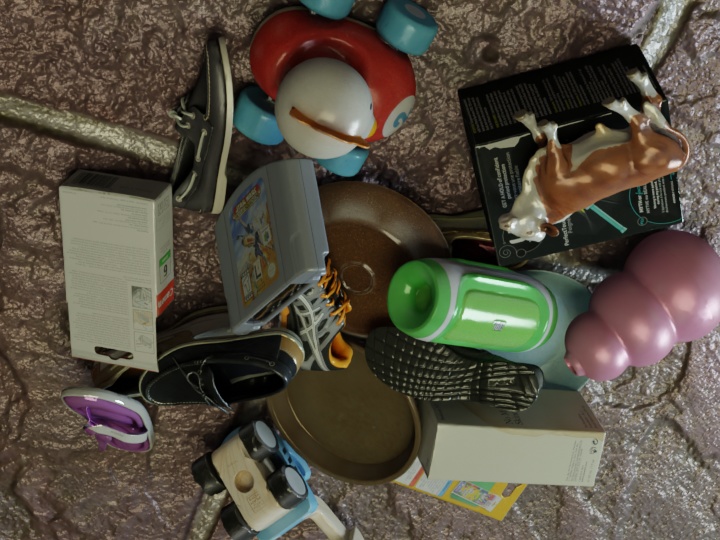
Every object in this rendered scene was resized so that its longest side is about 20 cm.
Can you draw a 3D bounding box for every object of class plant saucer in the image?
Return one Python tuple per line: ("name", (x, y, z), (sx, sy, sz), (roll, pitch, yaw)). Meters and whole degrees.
("plant saucer", (0.182, 0.075, 1.817), (0.198, 0.039, 0.203), (-3, 123, -4))
("plant saucer", (0.000, 0.000, 1.705), (0.198, 0.037, 0.202), (10, 126, 14))
("plant saucer", (-0.017, 0.154, 1.798), (0.198, 0.029, 0.202), (15, 125, 22))

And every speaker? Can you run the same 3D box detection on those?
("speaker", (0.120, 0.038, 1.669), (0.199, 0.089, 0.089), (9, 126, -45))

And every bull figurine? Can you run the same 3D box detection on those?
("bull figurine", (0.215, -0.107, 1.536), (0.198, 0.065, 0.122), (-22, 120, 8))

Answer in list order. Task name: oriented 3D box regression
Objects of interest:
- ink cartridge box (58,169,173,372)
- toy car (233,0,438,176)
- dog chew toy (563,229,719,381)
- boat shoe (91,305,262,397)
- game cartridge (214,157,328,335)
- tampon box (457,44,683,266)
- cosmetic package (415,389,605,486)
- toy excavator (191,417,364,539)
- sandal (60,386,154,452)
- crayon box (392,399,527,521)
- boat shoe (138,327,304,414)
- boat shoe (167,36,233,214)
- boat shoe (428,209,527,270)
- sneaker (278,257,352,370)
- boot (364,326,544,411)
("ink cartridge box", (-0.254, 0.001, 1.674), (0.107, 0.050, 0.202), (9, 118, 14))
("toy car", (-0.021, -0.161, 1.541), (0.175, 0.201, 0.185), (21, 119, -20))
("dog chew toy", (0.307, 0.046, 1.743), (0.199, 0.125, 0.125), (-36, 123, -7))
("boat shoe", (-0.201, 0.100, 1.765), (0.198, 0.069, 0.075), (-18, 124, 4))
("game cartridge", (-0.093, -0.029, 1.590), (0.041, 0.135, 0.200), (-6, 163, -29))
("tampon box", (0.215, -0.119, 1.642), (0.197, 0.127, 0.151), (-13, 123, 2))
("cosmetic package", (0.163, 0.184, 1.791), (0.197, 0.104, 0.074), (5, 112, -15))
("toy excavator", (-0.081, 0.269, 1.879), (0.100, 0.200, 0.196), (-37, 76, 17))
("sandal", (-0.271, 0.176, 1.760), (0.081, 0.050, 0.203), (-1, 158, 13))
("crayon box", (0.111, 0.209, 1.886), (0.198, 0.052, 0.126), (23, 117, -19))
("boat shoe", (-0.153, 0.113, 1.684), (0.198, 0.063, 0.075), (-13, 129, 23))
("boat shoe", (-0.164, -0.143, 1.612), (0.062, 0.073, 0.202), (0, 128, -11))
("boat shoe", (0.090, -0.018, 1.727), (0.197, 0.067, 0.075), (-14, 124, 3))
("sneaker", (-0.046, 0.029, 1.675), (0.076, 0.079, 0.202), (11, 136, 12))
("boot", (0.103, 0.109, 1.738), (0.197, 0.131, 0.069), (15, 92, 5))
